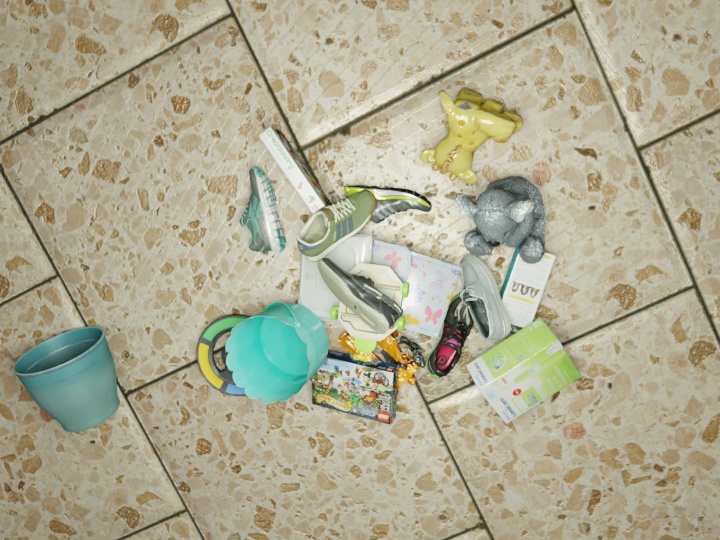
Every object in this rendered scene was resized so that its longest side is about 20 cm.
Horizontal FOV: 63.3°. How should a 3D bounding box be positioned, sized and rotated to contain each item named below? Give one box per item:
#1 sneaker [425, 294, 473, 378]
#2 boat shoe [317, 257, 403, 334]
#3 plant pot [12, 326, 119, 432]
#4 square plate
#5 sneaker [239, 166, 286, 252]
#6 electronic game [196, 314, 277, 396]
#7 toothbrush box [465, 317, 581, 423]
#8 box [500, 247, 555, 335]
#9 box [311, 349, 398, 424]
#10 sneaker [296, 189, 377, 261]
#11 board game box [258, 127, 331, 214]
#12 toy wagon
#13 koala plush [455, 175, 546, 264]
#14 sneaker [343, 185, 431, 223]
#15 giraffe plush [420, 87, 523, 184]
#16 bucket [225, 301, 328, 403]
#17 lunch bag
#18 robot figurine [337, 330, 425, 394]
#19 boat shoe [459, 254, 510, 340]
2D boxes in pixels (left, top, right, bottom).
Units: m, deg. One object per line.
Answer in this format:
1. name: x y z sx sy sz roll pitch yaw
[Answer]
1. sneaker: 0.213 0.153 1.315 0.077 0.084 0.200 20 88 -7
2. boat shoe: -0.005 0.041 1.165 0.200 0.072 0.068 40 63 16
3. plant pot: -0.658 0.261 1.357 0.200 0.200 0.188 -13 112 6
4. square plate: -0.066 0.016 1.285 0.198 0.028 0.200 6 93 35
5. sneaker: -0.235 -0.132 1.322 0.091 0.078 0.200 -11 96 10
6. electronic game: -0.291 0.202 1.388 0.200 0.042 0.200 1 98 4
7. toothbrush box: 0.361 0.223 1.295 0.200 0.086 0.146 -34 123 9
8. box: 0.362 0.046 1.314 0.082 0.049 0.200 18 99 2
9. box: -0.015 0.263 1.335 0.200 0.038 0.137 9 112 20
10. sneaker: -0.053 -0.105 1.223 0.200 0.090 0.067 -43 62 0
11. board game box: -0.139 -0.216 1.275 0.035 0.126 0.200 -34 95 8
12. toy wagon: 0.017 0.086 1.205 0.155 0.040 0.200 8 94 13
13. koala plush: 0.287 -0.117 1.201 0.177 0.200 0.184 10 93 29
14. sneaker: 0.059 -0.144 1.306 0.200 0.074 0.081 7 105 11
15. giraffe plush: 0.222 -0.275 1.234 0.173 0.200 0.162 42 127 28
16. bucket: -0.176 0.172 1.273 0.207 0.135 0.207 4 104 19
17. lunch bag: 0.096 0.040 1.278 0.200 0.127 0.170 20 88 -4
18. robot figurine: 0.053 0.192 1.353 0.200 0.058 0.145 43 99 -2
19. boat shoe: 0.260 0.058 1.281 0.071 0.070 0.201 -10 70 -34
